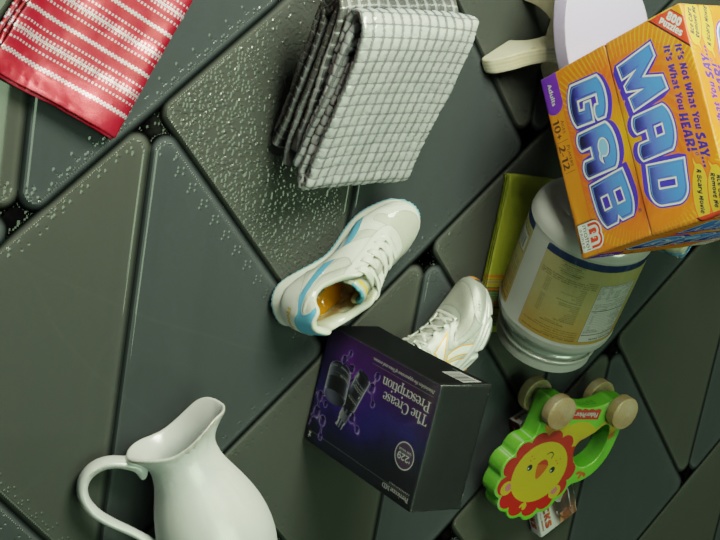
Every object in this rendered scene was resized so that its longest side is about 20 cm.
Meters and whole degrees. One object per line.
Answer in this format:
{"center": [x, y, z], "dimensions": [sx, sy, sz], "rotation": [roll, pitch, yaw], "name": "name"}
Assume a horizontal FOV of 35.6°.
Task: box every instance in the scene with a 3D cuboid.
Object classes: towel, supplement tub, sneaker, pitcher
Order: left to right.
{"center": [-0.229, -0.233, 1.002], "dimensions": [0.144, 0.022, 0.201], "rotation": [32, 86, -40], "name": "towel"}
{"center": [-0.184, 0.256, 1.160], "dimensions": [0.171, 0.121, 0.201], "rotation": [-22, 109, -7], "name": "pitcher"}
{"center": [0.000, 0.000, 1.219], "dimensions": [0.200, 0.081, 0.077], "rotation": [-43, 125, -19], "name": "sneaker"}
{"center": [0.011, -0.184, 1.131], "dimensions": [0.165, 0.086, 0.200], "rotation": [-10, 136, -42], "name": "towel"}
{"center": [0.082, 0.093, 1.321], "dimensions": [0.092, 0.076, 0.201], "rotation": [27, 87, -35], "name": "sneaker"}
{"center": [0.189, -0.020, 1.398], "dimensions": [0.086, 0.018, 0.201], "rotation": [1, 104, -42], "name": "towel"}
{"center": [0.245, 0.008, 1.316], "dimensions": [0.144, 0.144, 0.201], "rotation": [-15, 138, -32], "name": "supplement tub"}

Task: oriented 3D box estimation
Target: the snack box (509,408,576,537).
{"center": [0.252, 0.269, 1.540], "dimensions": [0.072, 0.024, 0.201], "rotation": [-29, 121, -25], "name": "snack box"}

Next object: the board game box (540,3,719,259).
{"center": [0.343, -0.138, 1.156], "dimensions": [0.199, 0.200, 0.201], "rotation": [-7, 81, -34], "name": "board game box"}

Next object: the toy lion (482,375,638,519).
{"center": [0.255, 0.240, 1.482], "dimensions": [0.199, 0.069, 0.192], "rotation": [5, 110, -37], "name": "toy lion"}

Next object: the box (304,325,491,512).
{"center": [0.035, 0.156, 1.222], "dimensions": [0.079, 0.200, 0.142], "rotation": [2, 103, -38], "name": "box"}

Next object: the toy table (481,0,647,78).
{"center": [0.242, -0.266, 1.284], "dimensions": [0.183, 0.117, 0.201], "rotation": [-24, 118, -28], "name": "toy table"}

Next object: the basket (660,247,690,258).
{"center": [0.399, -0.127, 1.436], "dimensions": [0.177, 0.139, 0.200], "rotation": [-51, 138, -10], "name": "basket"}
